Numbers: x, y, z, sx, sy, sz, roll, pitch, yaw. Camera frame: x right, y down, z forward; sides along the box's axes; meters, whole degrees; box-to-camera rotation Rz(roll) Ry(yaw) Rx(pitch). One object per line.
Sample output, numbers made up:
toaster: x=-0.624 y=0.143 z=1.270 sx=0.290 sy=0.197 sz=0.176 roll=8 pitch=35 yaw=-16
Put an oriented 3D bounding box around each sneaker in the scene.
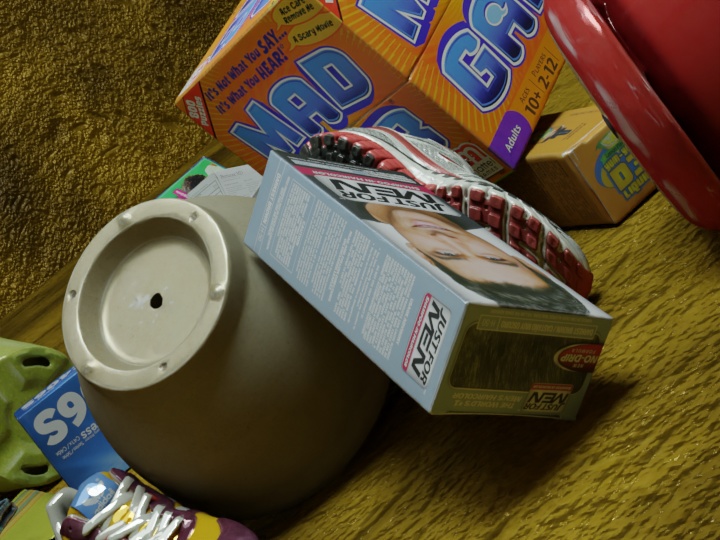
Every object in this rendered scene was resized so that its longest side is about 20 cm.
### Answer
sneaker: x=0.060 y=-0.040 z=0.886 sx=0.082 sy=0.199 sz=0.079 roll=-30 pitch=-34 yaw=-52
sneaker: x=-0.130 y=0.161 z=0.837 sx=0.075 sy=0.090 sz=0.199 roll=-44 pitch=13 yaw=-34

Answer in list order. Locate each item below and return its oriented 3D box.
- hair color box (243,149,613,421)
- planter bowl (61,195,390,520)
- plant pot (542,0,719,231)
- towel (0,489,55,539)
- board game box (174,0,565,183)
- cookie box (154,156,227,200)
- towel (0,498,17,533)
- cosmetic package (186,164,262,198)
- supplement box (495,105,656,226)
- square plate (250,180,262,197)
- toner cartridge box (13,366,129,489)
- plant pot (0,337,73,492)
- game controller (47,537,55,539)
hair color box: x=0.029 y=0.004 z=0.755 sx=0.200 sy=0.098 sz=0.061 roll=40 pitch=117 yaw=49
planter bowl: x=-0.096 y=0.038 z=0.868 sx=0.198 sy=0.135 sz=0.203 roll=-12 pitch=63 yaw=25
plant pot: x=0.209 y=-0.140 z=0.777 sx=0.182 sy=0.201 sz=0.201 roll=-35 pitch=12 yaw=14
towel: x=-0.286 y=0.227 z=1.215 sx=0.086 sy=0.018 sz=0.199 roll=-48 pitch=16 yaw=-23
board game box: x=0.021 y=-0.171 z=1.075 sx=0.200 sy=0.199 sz=0.201 roll=-31 pitch=26 yaw=54
cookie box: x=-0.189 y=0.011 z=1.417 sx=0.200 sy=0.075 sz=0.173 roll=-51 pitch=-18 yaw=-51
towel: x=-0.336 y=0.270 z=1.079 sx=0.147 sy=0.022 sz=0.200 roll=-51 pitch=6 yaw=23
cosmetic package: x=-0.075 y=-0.065 z=1.409 sx=0.050 sy=0.083 sz=0.199 roll=-32 pitch=-9 yaw=37
supplement box: x=0.140 y=-0.073 z=1.035 sx=0.066 sy=0.069 sz=0.200 roll=-40 pitch=11 yaw=-14
square plate: x=-0.035 y=-0.068 z=1.302 sx=0.199 sy=0.028 sz=0.199 roll=-53 pitch=-20 yaw=20
toner cartridge box: x=-0.192 y=0.100 z=1.237 sx=0.199 sy=0.095 sz=0.043 roll=-40 pitch=14 yaw=-13
plant pot: x=-0.364 y=0.141 z=1.397 sx=0.183 sy=0.202 sz=0.200 roll=-6 pitch=30 yaw=45
game controller: x=-0.238 y=0.230 z=0.990 sx=0.199 sy=0.042 sz=0.104 roll=-27 pitch=14 yaw=47
